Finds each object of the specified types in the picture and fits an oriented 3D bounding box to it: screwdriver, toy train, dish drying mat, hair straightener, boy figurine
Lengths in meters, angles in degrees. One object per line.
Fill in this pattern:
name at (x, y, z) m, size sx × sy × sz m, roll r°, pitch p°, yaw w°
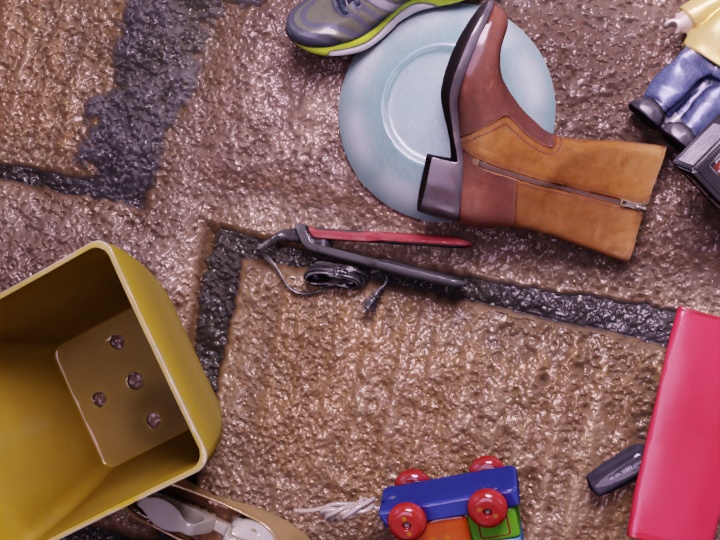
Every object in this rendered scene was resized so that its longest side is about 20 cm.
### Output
screwdriver at (0.285, 0.137, 0.906) m, size 0.200 × 0.028 × 0.029 m, roll -35°, pitch 56°, yaw 2°
toy train at (0.050, 0.245, 0.922) m, size 0.199 × 0.085 × 0.116 m, roll -12°, pitch 101°, yaw 10°
dish drying mat at (0.284, 0.137, 0.886) m, size 0.076 × 0.018 × 0.201 m, roll 14°, pitch 86°, yaw 3°
hair straightener at (0.000, 0.000, 0.943) m, size 0.199 × 0.041 × 0.077 m, roll 6°, pitch 91°, yaw 10°
boy figurine at (0.323, -0.189, 0.875) m, size 0.124 × 0.064 × 0.200 m, roll 44°, pitch 100°, yaw 10°

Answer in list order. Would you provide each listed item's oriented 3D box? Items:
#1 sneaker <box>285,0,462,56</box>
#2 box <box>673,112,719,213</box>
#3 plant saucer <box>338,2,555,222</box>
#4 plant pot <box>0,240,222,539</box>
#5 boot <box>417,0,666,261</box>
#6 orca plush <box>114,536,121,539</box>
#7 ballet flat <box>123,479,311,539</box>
sneaker at (0.020, -0.259, 0.911) m, size 0.199 × 0.081 × 0.074 m, roll -26°, pitch 61°, yaw 6°
box at (0.383, -0.104, 0.847) m, size 0.160 × 0.044 × 0.200 m, roll 43°, pitch 97°, yaw -14°
plant saucer at (0.075, -0.145, 0.931) m, size 0.200 × 0.039 × 0.202 m, roll 0°, pitch 90°, yaw 9°
plant pot at (-0.231, 0.107, 0.917) m, size 0.199 × 0.176 × 0.201 m, roll -27°, pitch 85°, yaw 9°
boot at (0.163, -0.114, 0.872) m, size 0.199 × 0.068 × 0.189 m, roll 11°, pitch 99°, yaw -5°
orca plush at (-0.183, 0.342, 0.962) m, size 0.200 × 0.105 × 0.071 m, roll 36°, pitch 137°, yaw -15°
ballet flat at (-0.135, 0.242, 0.957) m, size 0.199 × 0.063 × 0.069 m, roll 22°, pitch 94°, yaw 9°
